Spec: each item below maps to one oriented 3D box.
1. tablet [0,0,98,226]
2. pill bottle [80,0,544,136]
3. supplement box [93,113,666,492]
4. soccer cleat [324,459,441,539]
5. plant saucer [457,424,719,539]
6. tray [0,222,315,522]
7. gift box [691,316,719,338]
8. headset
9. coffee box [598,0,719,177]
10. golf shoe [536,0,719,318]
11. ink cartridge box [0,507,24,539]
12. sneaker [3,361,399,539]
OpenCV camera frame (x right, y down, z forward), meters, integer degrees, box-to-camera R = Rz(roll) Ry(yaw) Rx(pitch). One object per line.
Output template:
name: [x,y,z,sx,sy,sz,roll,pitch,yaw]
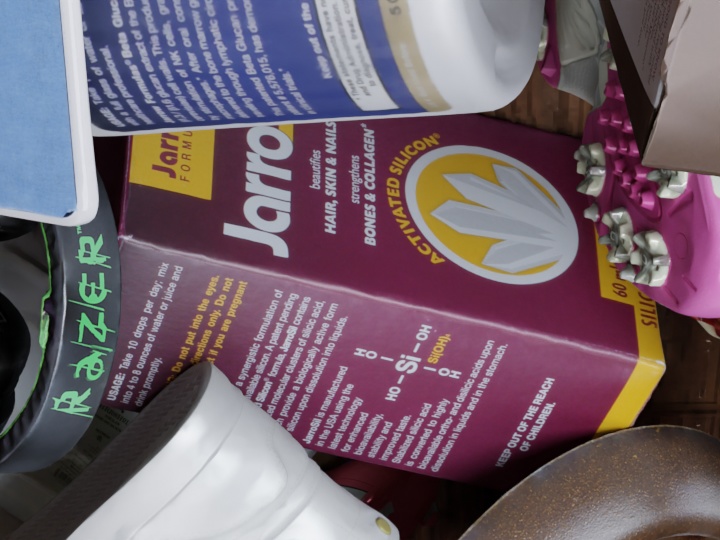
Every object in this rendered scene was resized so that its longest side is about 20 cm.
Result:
tablet: [-0.136,-0.116,0.741,0.130,0.014,0.201,9,113,32]
pill bottle: [-0.050,-0.099,0.776,0.199,0.111,0.111,-2,138,20]
supplement box: [0.000,0.000,0.892,0.199,0.111,0.086,13,134,-14]
soccer cleat: [-0.046,0.130,1.068,0.200,0.077,0.067,-47,154,22]
plant saucer: [0.086,0.152,0.899,0.199,0.032,0.201,-20,126,-30]
tray: [-0.103,0.056,0.973,0.200,0.022,0.108,36,89,-32]
gift box: [0.205,0.009,0.845,0.186,0.201,0.185,-14,130,16]
headset: [-0.159,0.000,0.857,0.094,0.200,0.124,1,99,-38]
coffee box: [0.126,-0.106,0.707,0.114,0.200,0.080,7,123,-7]
golf shoe: [0.108,-0.060,0.772,0.091,0.200,0.076,4,129,-14]
ink cartridge box: [-0.197,0.116,0.987,0.199,0.147,0.083,27,129,-27]
sneaker: [-0.076,0.132,0.874,0.115,0.074,0.200,39,118,-18]
